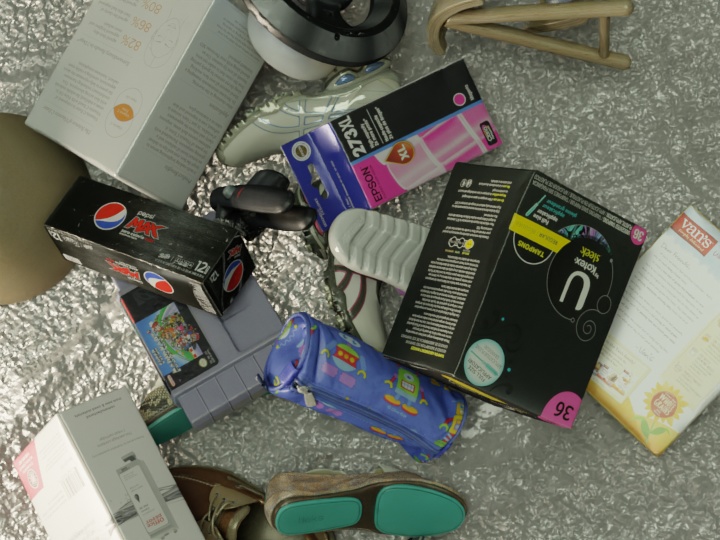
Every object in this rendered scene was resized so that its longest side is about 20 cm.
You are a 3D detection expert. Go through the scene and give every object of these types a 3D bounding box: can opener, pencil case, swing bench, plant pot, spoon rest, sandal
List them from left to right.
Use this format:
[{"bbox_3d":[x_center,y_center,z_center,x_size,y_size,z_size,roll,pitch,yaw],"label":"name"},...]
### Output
[{"bbox_3d":[-0.385,-0.072,1.677,0.200,0.134,0.201,-1,82,10],"label":"plant pot"},{"bbox_3d":[-0.096,-0.064,1.599,0.063,0.200,0.079,25,87,-19],"label":"can opener"},{"bbox_3d":[-0.046,-0.264,1.648,0.099,0.061,0.200,33,55,-10],"label":"spoon rest"},{"bbox_3d":[0.004,0.114,1.566,0.200,0.087,0.078,28,126,-22],"label":"pencil case"},{"bbox_3d":[0.056,-0.002,1.614,0.203,0.050,0.083,30,70,-18],"label":"sandal"},{"bbox_3d":[0.171,-0.312,1.591,0.200,0.130,0.199,7,71,11],"label":"swing bench"}]

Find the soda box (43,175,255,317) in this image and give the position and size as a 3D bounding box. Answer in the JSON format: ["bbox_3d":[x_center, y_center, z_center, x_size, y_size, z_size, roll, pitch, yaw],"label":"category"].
[{"bbox_3d":[-0.206,-0.025,1.630,0.200,0.063,0.071,19,62,26],"label":"soda box"}]

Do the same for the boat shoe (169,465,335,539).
[{"bbox_3d":[-0.121,0.239,1.624,0.200,0.072,0.076,15,86,11],"label":"boat shoe"}]

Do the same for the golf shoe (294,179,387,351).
[{"bbox_3d":[0.000,0.000,1.633,0.088,0.077,0.200,-19,83,-4],"label":"golf shoe"}]

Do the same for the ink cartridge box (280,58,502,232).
[{"bbox_3d":[0.032,-0.122,1.618,0.200,0.037,0.095,-27,94,-14],"label":"ink cartridge box"}]

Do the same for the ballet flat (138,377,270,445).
[{"bbox_3d":[-0.148,0.109,1.653,0.200,0.068,0.075,-24,65,2],"label":"ballet flat"}]

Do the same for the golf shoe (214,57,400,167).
[{"bbox_3d":[-0.046,-0.136,1.658,0.200,0.078,0.097,-26,85,7],"label":"golf shoe"}]

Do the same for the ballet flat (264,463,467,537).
[{"bbox_3d":[0.004,0.214,1.599,0.200,0.067,0.068,5,117,-19],"label":"ballet flat"}]

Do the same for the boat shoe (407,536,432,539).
[{"bbox_3d":[-0.020,0.313,1.593,0.093,0.075,0.200,40,92,3],"label":"boat shoe"}]

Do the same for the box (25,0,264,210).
[{"bbox_3d":[-0.207,-0.187,1.649,0.152,0.106,0.200,29,89,36],"label":"box"}]

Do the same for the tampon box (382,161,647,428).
[{"bbox_3d":[0.142,0.022,1.543,0.150,0.126,0.200,24,84,-31],"label":"tampon box"}]

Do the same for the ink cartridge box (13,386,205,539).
[{"bbox_3d":[-0.238,0.235,1.604,0.083,0.147,0.200,-21,77,-37],"label":"ink cartridge box"}]

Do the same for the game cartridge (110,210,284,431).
[{"bbox_3d":[-0.154,0.047,1.634,0.130,0.038,0.200,-28,61,-9],"label":"game cartridge"}]

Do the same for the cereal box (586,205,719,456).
[{"bbox_3d":[0.299,0.058,1.589,0.144,0.040,0.200,44,92,13],"label":"cereal box"}]

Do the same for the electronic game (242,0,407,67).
[{"bbox_3d":[-0.041,-0.281,1.595,0.042,0.200,0.200,-42,74,46],"label":"electronic game"}]
